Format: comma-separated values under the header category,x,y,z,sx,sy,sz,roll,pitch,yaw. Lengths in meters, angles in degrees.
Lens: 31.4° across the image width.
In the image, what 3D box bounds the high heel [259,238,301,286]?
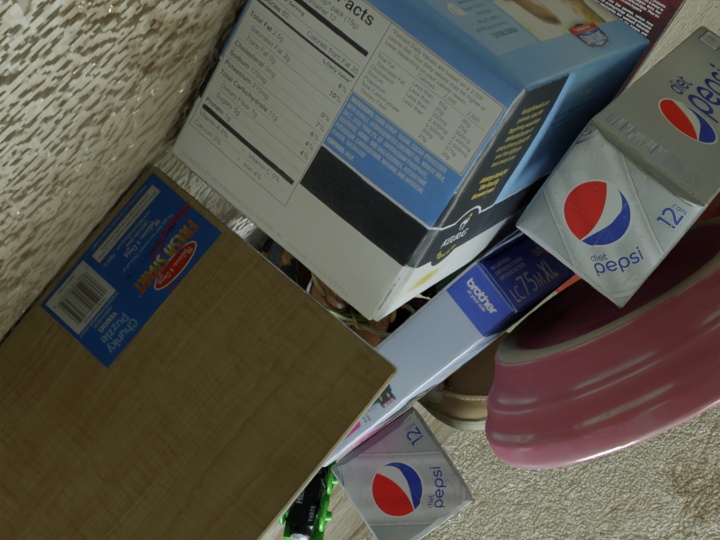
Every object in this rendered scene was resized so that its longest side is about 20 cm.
category,x,y,z,sx,sy,sz,roll,pitch,yaw
high heel,-0.059,0.043,0.879,0.200,0.071,0.143,-57,163,-84

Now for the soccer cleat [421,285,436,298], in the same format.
category,x,y,z,sx,sy,sz,roll,pitch,yaw
soccer cleat,0.057,-0.020,0.976,0.200,0.068,0.074,-127,-120,-79

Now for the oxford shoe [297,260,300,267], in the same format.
category,x,y,z,sx,sy,sz,roll,pitch,yaw
oxford shoe,0.003,-0.013,0.889,0.071,0.071,0.200,-36,162,-53

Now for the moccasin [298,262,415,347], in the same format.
category,x,y,z,sx,sy,sz,roll,pitch,yaw
moccasin,0.002,0.000,0.819,0.078,0.073,0.202,-92,-164,-47

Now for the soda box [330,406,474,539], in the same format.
category,x,y,z,sx,sy,sz,roll,pitch,yaw
soda box,0.029,0.136,0.853,0.063,0.068,0.200,-35,175,-1

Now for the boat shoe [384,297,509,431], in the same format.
category,x,y,z,sx,sy,sz,roll,pitch,yaw
boat shoe,0.051,0.056,0.887,0.074,0.069,0.200,-53,-151,-19

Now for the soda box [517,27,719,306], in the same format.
category,x,y,z,sx,sy,sz,roll,pitch,yaw
soda box,0.154,-0.059,0.650,0.200,0.063,0.068,-38,164,-54

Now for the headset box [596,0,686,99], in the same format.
category,x,y,z,sx,sy,sz,roll,pitch,yaw
headset box,0.190,-0.211,0.894,0.200,0.077,0.149,-61,179,36

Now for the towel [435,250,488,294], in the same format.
category,x,y,z,sx,sy,sz,roll,pitch,yaw
towel,0.080,-0.066,0.856,0.201,0.022,0.147,-96,-151,-51

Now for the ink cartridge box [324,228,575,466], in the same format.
category,x,y,z,sx,sy,sz,roll,pitch,yaw
ink cartridge box,0.057,0.030,0.733,0.200,0.042,0.119,-45,170,33

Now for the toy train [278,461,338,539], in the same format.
category,x,y,z,sx,sy,sz,roll,pitch,yaw
toy train,-0.028,0.115,0.956,0.057,0.041,0.201,90,9,-55

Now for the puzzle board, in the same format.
category,x,y,z,sx,sy,sz,roll,pitch,yaw
puzzle board,-0.102,0.075,0.580,0.200,0.151,0.017,-50,167,-2

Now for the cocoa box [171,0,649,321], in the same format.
category,x,y,z,sx,sy,sz,roll,pitch,yaw
cocoa box,0.032,-0.088,0.629,0.132,0.133,0.200,-58,166,28

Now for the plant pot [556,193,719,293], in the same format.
category,x,y,z,sx,sy,sz,roll,pitch,yaw
plant pot,0.191,-0.060,1.067,0.201,0.194,0.201,-62,173,-14

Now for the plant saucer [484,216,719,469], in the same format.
category,x,y,z,sx,sy,sz,roll,pitch,yaw
plant saucer,0.147,0.029,0.667,0.200,0.051,0.201,-30,-174,3
